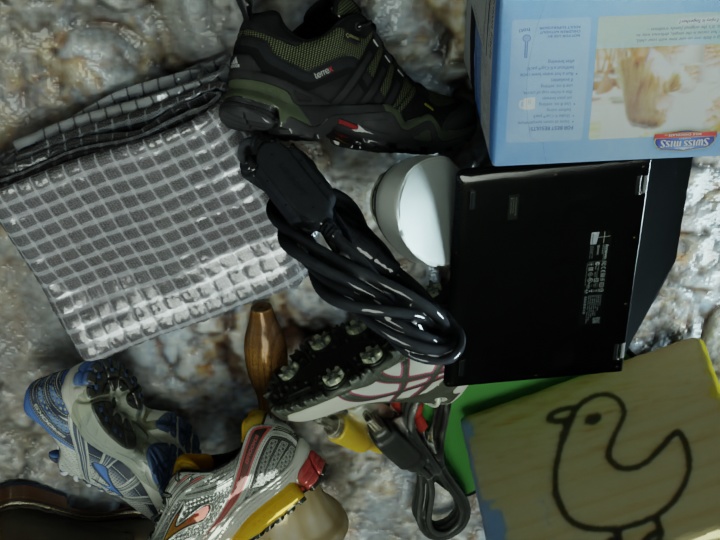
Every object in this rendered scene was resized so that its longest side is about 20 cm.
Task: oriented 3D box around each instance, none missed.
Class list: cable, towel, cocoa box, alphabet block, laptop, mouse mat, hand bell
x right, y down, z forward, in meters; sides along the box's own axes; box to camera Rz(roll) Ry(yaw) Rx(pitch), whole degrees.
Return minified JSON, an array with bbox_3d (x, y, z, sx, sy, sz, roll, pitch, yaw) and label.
[{"bbox_3d":[0.045,0.137,1.593,0.097,0.050,0.200,-37,138,3],"label":"cable"},{"bbox_3d":[-0.143,-0.038,1.387,0.199,0.086,0.166,-21,129,11],"label":"towel"},{"bbox_3d":[0.173,-0.157,1.287,0.199,0.132,0.134,-3,128,-4],"label":"cocoa box"},{"bbox_3d":[0.211,0.204,1.557,0.199,0.196,0.197,-20,134,9],"label":"alphabet block"},{"bbox_3d":[0.148,-0.034,1.393,0.199,0.116,0.188,-5,130,-8],"label":"laptop"},{"bbox_3d":[0.000,0.000,1.298,0.051,0.200,0.163,-43,146,3],"label":"cable"},{"bbox_3d":[0.107,0.092,1.577,0.200,0.008,0.161,-35,125,21],"label":"mouse mat"},{"bbox_3d":[-0.068,0.114,1.541,0.103,0.104,0.201,-6,118,-1],"label":"hand bell"}]

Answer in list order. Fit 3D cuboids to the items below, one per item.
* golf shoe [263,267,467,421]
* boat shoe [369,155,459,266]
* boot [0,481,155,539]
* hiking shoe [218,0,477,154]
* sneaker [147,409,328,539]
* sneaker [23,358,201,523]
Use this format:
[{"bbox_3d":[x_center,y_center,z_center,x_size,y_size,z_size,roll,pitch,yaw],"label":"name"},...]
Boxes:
[{"bbox_3d":[0.030,0.073,1.484,0.199,0.077,0.088,-25,122,2],"label":"golf shoe"},{"bbox_3d":[0.041,-0.040,1.357,0.063,0.200,0.071,9,90,22],"label":"boat shoe"},{"bbox_3d":[-0.202,0.238,1.606,0.199,0.097,0.075,15,127,-18],"label":"boot"},{"bbox_3d":[0.002,-0.130,1.327,0.199,0.076,0.101,4,92,-40],"label":"hiking shoe"},{"bbox_3d":[-0.120,0.178,1.504,0.200,0.078,0.082,-40,93,9],"label":"sneaker"},{"bbox_3d":[-0.186,0.133,1.545,0.085,0.077,0.200,-7,139,25],"label":"sneaker"}]
